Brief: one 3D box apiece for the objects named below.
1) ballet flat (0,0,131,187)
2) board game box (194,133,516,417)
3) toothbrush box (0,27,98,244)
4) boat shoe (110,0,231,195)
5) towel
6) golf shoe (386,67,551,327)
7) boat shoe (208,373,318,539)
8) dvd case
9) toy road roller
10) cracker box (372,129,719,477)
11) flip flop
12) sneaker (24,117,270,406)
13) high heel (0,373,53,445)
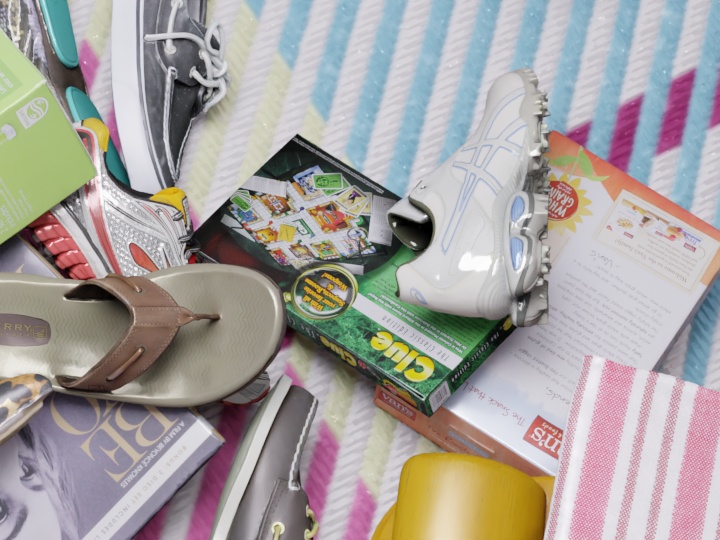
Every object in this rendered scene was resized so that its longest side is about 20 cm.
[{"bbox_3d":[-0.193,-0.106,1.627,0.072,0.072,0.201,-16,76,-15],"label":"ballet flat"},{"bbox_3d":[0.000,0.000,1.582,0.200,0.023,0.105,33,64,32],"label":"board game box"},{"bbox_3d":[-0.272,-0.060,1.493,0.200,0.086,0.146,-36,49,-11],"label":"toothbrush box"},{"bbox_3d":[-0.113,-0.129,1.640,0.068,0.074,0.200,-6,56,5],"label":"boat shoe"},{"bbox_3d":[0.197,0.138,1.442,0.199,0.030,0.147,17,62,-4],"label":"towel"},{"bbox_3d":[0.064,-0.050,1.552,0.097,0.078,0.200,-1,38,7],"label":"golf shoe"},{"bbox_3d":[-0.058,0.158,1.516,0.060,0.072,0.202,21,71,-3],"label":"boat shoe"},{"bbox_3d":[-0.197,0.080,1.514,0.200,0.016,0.149,45,92,5],"label":"dvd case"},{"bbox_3d":[0.096,0.164,1.466,0.199,0.146,0.123,-4,62,24],"label":"toy road roller"},{"bbox_3d":[0.116,0.031,1.606,0.134,0.058,0.200,33,64,10],"label":"cracker box"},{"bbox_3d":[-0.140,0.032,1.475,0.199,0.058,0.081,3,85,3],"label":"flip flop"},{"bbox_3d":[-0.118,-0.002,1.546,0.082,0.078,0.200,-41,100,-2],"label":"sneaker"},{"bbox_3d":[-0.278,0.062,1.480,0.200,0.071,0.143,-28,87,12],"label":"high heel"}]
